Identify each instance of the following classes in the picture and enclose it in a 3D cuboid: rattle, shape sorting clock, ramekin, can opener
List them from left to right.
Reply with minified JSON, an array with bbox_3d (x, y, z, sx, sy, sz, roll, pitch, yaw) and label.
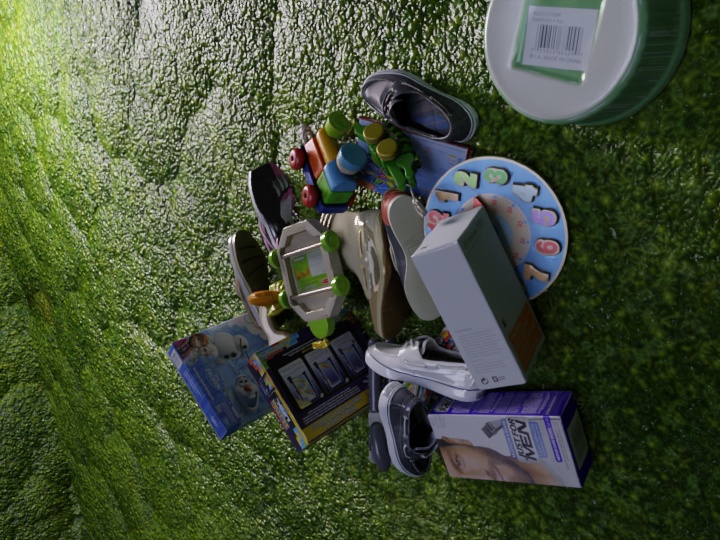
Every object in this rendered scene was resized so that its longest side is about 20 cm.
[{"bbox_3d":[-0.140,0.128,1.151,0.128,0.143,0.204,9,102,0],"label":"rattle"},{"bbox_3d":[0.039,0.208,1.005,0.067,0.052,0.204,145,124,-84],"label":"can opener"},{"bbox_3d":[0.171,-0.048,0.835,0.197,0.039,0.204,16,118,32],"label":"shape sorting clock"},{"bbox_3d":[0.226,-0.249,0.668,0.198,0.097,0.204,19,118,39],"label":"ramekin"}]

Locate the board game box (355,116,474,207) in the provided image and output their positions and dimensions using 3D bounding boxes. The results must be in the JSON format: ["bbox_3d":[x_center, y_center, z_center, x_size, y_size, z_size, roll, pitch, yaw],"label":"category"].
[{"bbox_3d":[0.072,-0.150,0.924,0.198,0.019,0.105,26,121,37],"label":"board game box"}]

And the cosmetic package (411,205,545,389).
[{"bbox_3d":[0.152,0.036,0.805,0.071,0.101,0.202,-17,109,38],"label":"cosmetic package"}]

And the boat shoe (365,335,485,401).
[{"bbox_3d":[0.094,0.127,0.930,0.197,0.073,0.067,12,110,31],"label":"boat shoe"}]

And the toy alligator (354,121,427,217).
[{"bbox_3d":[0.056,-0.151,0.873,0.201,0.054,0.060,56,176,35],"label":"toy alligator"}]

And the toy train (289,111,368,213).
[{"bbox_3d":[-0.054,-0.199,0.981,0.116,0.083,0.203,-49,53,48],"label":"toy train"}]

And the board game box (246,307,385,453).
[{"bbox_3d":[-0.061,0.175,1.054,0.167,0.198,0.057,57,142,13],"label":"board game box"}]

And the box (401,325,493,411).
[{"bbox_3d":[0.133,0.174,0.978,0.110,0.034,0.201,48,133,21],"label":"box"}]

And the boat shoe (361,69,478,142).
[{"bbox_3d":[0.065,-0.220,0.868,0.199,0.066,0.071,36,128,31],"label":"boat shoe"}]

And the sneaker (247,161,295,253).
[{"bbox_3d":[-0.160,-0.088,1.147,0.086,0.079,0.204,-22,84,58],"label":"sneaker"}]

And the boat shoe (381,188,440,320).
[{"bbox_3d":[0.077,-0.023,0.933,0.063,0.070,0.203,-133,20,-66],"label":"boat shoe"}]

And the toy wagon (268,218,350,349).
[{"bbox_3d":[-0.077,0.024,1.025,0.154,0.039,0.204,-14,91,47],"label":"toy wagon"}]

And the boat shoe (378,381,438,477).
[{"bbox_3d":[0.084,0.249,0.952,0.067,0.072,0.202,21,140,40],"label":"boat shoe"}]

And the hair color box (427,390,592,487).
[{"bbox_3d":[0.202,0.228,0.878,0.198,0.065,0.111,-9,109,40],"label":"hair color box"}]

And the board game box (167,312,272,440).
[{"bbox_3d":[-0.238,0.196,1.246,0.201,0.197,0.044,52,133,16],"label":"board game box"}]

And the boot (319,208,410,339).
[{"bbox_3d":[0.000,0.000,1.017,0.154,0.072,0.204,8,110,43],"label":"boot"}]

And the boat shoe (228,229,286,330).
[{"bbox_3d":[-0.215,0.024,1.246,0.068,0.074,0.203,-18,93,42],"label":"boat shoe"}]
